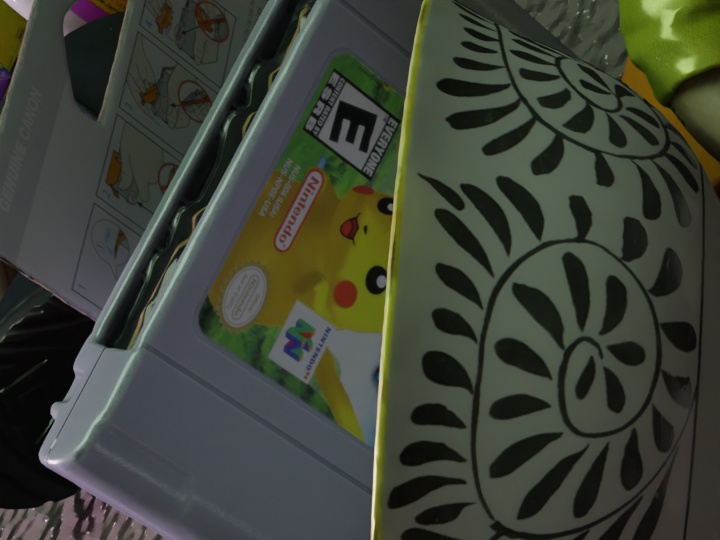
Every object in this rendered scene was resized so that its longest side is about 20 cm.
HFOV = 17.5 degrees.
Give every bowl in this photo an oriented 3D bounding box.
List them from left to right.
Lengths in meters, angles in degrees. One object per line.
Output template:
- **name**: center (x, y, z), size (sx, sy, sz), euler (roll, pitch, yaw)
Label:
- **bowl**: center (0.058, 0.030, 0.604), size (0.094, 0.201, 0.202), euler (3, 50, 5)

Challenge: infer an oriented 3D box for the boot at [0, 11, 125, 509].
- **boot**: center (-0.117, -0.010, 0.955), size (0.200, 0.076, 0.168), euler (-51, 32, -5)

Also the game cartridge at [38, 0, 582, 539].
- **game cartridge**: center (0.000, 0.000, 0.714), size (0.040, 0.133, 0.201), euler (11, 70, 51)

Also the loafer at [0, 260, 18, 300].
- **loafer**: center (-0.172, -0.019, 1.062), size (0.076, 0.067, 0.201), euler (-54, 43, 31)

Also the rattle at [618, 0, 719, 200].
- **rattle**: center (0.169, -0.088, 0.660), size (0.200, 0.143, 0.130), euler (-42, 61, -6)

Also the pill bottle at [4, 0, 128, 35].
- **pill bottle**: center (-0.089, -0.198, 1.081), size (0.200, 0.104, 0.104), euler (-51, 29, 8)

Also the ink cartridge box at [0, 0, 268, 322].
- **ink cartridge box**: center (-0.055, -0.034, 0.789), size (0.043, 0.173, 0.201), euler (-30, 38, 38)

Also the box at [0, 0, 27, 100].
- **box**: center (-0.238, -0.180, 1.187), size (0.122, 0.200, 0.193), euler (-8, 53, 54)
